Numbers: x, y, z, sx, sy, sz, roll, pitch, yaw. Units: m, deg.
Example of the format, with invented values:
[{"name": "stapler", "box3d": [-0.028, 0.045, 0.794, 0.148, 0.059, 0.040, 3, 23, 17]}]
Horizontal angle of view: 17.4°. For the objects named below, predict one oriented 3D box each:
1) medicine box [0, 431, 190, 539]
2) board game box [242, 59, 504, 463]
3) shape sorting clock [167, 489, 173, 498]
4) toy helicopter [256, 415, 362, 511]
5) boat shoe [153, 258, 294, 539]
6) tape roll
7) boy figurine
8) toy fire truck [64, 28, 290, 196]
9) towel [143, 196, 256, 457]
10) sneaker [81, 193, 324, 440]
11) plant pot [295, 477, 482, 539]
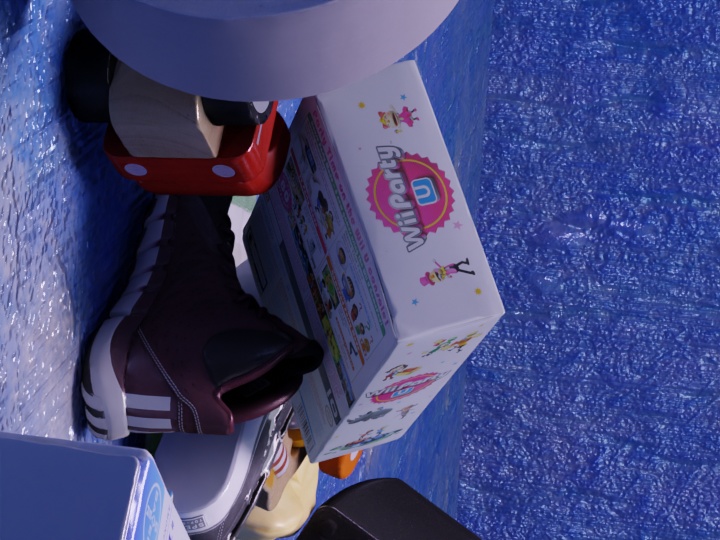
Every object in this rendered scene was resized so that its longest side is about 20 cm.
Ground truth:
[{"name": "medicine box", "box3d": [-0.137, 0.188, 1.002, 0.200, 0.103, 0.183, 77, 20, -64]}, {"name": "board game box", "box3d": [0.000, 0.000, 1.266, 0.200, 0.064, 0.148, 121, -47, -65]}, {"name": "shape sorting clock", "box3d": [-0.136, 0.198, 1.241, 0.200, 0.039, 0.201, 10, 90, -86]}, {"name": "toy helicopter", "box3d": [-0.061, 0.106, 1.446, 0.200, 0.079, 0.133, -54, 159, -45]}, {"name": "boat shoe", "box3d": [-0.065, 0.077, 1.373, 0.066, 0.070, 0.200, 71, 30, -49]}, {"name": "tape roll", "box3d": [-0.044, -0.176, 1.059, 0.066, 0.200, 0.201, 80, 17, -61]}, {"name": "boy figurine", "box3d": [-0.059, 0.139, 1.673, 0.200, 0.064, 0.125, -68, 166, -60]}, {"name": "toy fire truck", "box3d": [-0.079, -0.106, 1.232, 0.200, 0.128, 0.177, 63, 32, -57]}, {"name": "towel", "box3d": [-0.104, 0.037, 1.430, 0.149, 0.031, 0.201, 30, 68, -79]}, {"name": "sneaker", "box3d": [-0.069, 0.020, 1.280, 0.076, 0.115, 0.200, 84, 19, -47]}, {"name": "plant pot", "box3d": [0.014, 0.269, 1.706, 0.200, 0.200, 0.177, -55, 155, -1]}]
